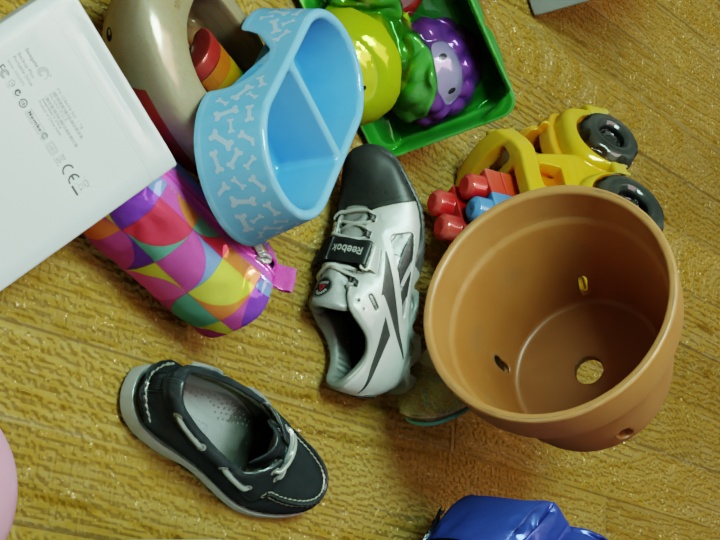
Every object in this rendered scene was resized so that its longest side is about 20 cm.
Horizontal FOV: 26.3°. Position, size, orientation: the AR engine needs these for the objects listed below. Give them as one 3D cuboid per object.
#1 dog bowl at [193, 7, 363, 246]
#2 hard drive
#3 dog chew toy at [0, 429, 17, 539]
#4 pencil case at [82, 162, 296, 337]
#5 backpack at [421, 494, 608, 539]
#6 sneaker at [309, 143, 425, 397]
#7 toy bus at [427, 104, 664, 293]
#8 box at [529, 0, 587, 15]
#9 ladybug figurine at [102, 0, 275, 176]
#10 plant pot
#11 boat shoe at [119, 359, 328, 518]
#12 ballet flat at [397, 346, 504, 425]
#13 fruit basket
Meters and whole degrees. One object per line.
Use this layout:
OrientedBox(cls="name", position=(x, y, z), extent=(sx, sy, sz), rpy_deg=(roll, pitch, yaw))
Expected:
OrientedBox(cls="dog bowl", position=(-0.050, -0.105, 1.064), extent=(0.112, 0.049, 0.201), rpy_deg=(62, 33, -33))
OrientedBox(cls="hard drive", position=(-0.224, -0.062, 0.919), extent=(0.200, 0.027, 0.132), rpy_deg=(-38, 113, -18))
OrientedBox(cls="dog chew toy", position=(-0.285, 0.106, 0.817), extent=(0.199, 0.124, 0.126), rpy_deg=(25, 64, -35))
OrientedBox(cls="pencil case", position=(-0.136, -0.036, 1.045), extent=(0.200, 0.088, 0.089), rpy_deg=(41, 53, -36))
OrientedBox(cls="backpack", position=(0.096, 0.286, 1.205), extent=(0.200, 0.162, 0.168), rpy_deg=(-45, 108, -30))
OrientedBox(cls="sneaker", position=(0.000, 0.000, 1.206), extent=(0.088, 0.074, 0.202), rpy_deg=(-3, 88, -47))
OrientedBox(cls="toy bus", position=(0.146, -0.060, 1.355), extent=(0.191, 0.136, 0.201), rpy_deg=(13, 45, -24))
OrientedBox(cls="box", position=(0.238, -0.376, 1.470), extent=(0.131, 0.199, 0.200), rpy_deg=(-39, 111, -44))
OrientedBox(cls="ladybug figurine", position=(-0.115, -0.130, 1.082), extent=(0.200, 0.071, 0.137), rpy_deg=(53, 35, -42))
OrientedBox(cls="plant pot", position=(0.166, 0.053, 1.215), extent=(0.140, 0.198, 0.202), rpy_deg=(50, 46, -53))
OrientedBox(cls="boat shoe", position=(-0.082, 0.124, 1.093), extent=(0.200, 0.060, 0.076), rpy_deg=(32, 59, -42))
OrientedBox(cls="ballet flat", position=(0.090, 0.072, 1.302), extent=(0.200, 0.070, 0.071), rpy_deg=(-21, 99, -55))
OrientedBox(cls="fruit basket", position=(0.018, -0.185, 1.225), extent=(0.216, 0.154, 0.217), rpy_deg=(46, 34, -45))
